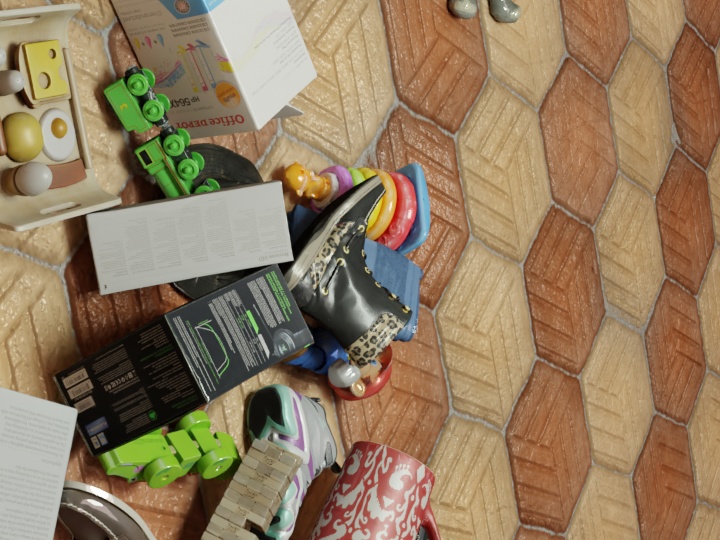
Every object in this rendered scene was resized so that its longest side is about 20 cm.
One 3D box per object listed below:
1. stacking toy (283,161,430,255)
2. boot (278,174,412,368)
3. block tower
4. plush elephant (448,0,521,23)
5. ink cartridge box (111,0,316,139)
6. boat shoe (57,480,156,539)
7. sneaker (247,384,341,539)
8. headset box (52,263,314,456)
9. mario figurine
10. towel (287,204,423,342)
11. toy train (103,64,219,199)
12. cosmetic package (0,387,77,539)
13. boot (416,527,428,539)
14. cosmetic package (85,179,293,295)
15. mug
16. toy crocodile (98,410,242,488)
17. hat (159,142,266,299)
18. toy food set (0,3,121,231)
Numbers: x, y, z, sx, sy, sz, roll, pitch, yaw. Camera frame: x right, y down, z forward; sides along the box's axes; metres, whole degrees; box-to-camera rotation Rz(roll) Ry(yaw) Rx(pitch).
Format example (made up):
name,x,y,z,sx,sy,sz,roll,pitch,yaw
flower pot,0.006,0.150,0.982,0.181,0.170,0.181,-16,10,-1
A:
name,x,y,z,sx,sy,sz,roll,pitch,yaw
stacking toy,-0.018,-0.088,1.693,0.199,0.109,0.117,17,58,-41
boot,0.000,0.000,1.594,0.151,0.073,0.200,47,53,-11
block tower,-0.132,0.277,1.492,0.201,0.054,0.058,-62,171,-17
plush elephant,0.229,-0.458,1.989,0.164,0.153,0.203,3,86,-53
ink cartridge box,-0.149,-0.237,1.485,0.125,0.127,0.202,-48,124,-43
boat shoe,-0.244,0.278,1.377,0.201,0.071,0.060,57,43,-43
sneaker,-0.069,0.239,1.609,0.139,0.077,0.203,19,75,-52
headset box,-0.169,0.085,1.380,0.199,0.173,0.094,-28,91,-56
mario figurine,-0.023,0.086,1.660,0.199,0.105,0.125,27,65,-48
towel,-0.015,0.007,1.662,0.199,0.048,0.113,27,55,-28
toy train,-0.199,-0.117,1.442,0.201,0.056,0.042,61,14,-13
cosmetic package,-0.332,0.213,1.257,0.101,0.071,0.203,27,67,-50
boot,0.098,0.403,1.836,0.199,0.065,0.167,28,74,-46
cosmetic package,-0.173,-0.035,1.407,0.197,0.051,0.084,-10,96,-9
mug,0.017,0.323,1.623,0.177,0.133,0.202,37,65,-32
toy crocodile,-0.198,0.194,1.456,0.199,0.062,0.068,2,45,-53
hat,-0.133,-0.049,1.535,0.200,0.080,0.203,2,87,-53
toy food set,-0.302,-0.149,1.328,0.143,0.060,0.203,-22,106,-52
